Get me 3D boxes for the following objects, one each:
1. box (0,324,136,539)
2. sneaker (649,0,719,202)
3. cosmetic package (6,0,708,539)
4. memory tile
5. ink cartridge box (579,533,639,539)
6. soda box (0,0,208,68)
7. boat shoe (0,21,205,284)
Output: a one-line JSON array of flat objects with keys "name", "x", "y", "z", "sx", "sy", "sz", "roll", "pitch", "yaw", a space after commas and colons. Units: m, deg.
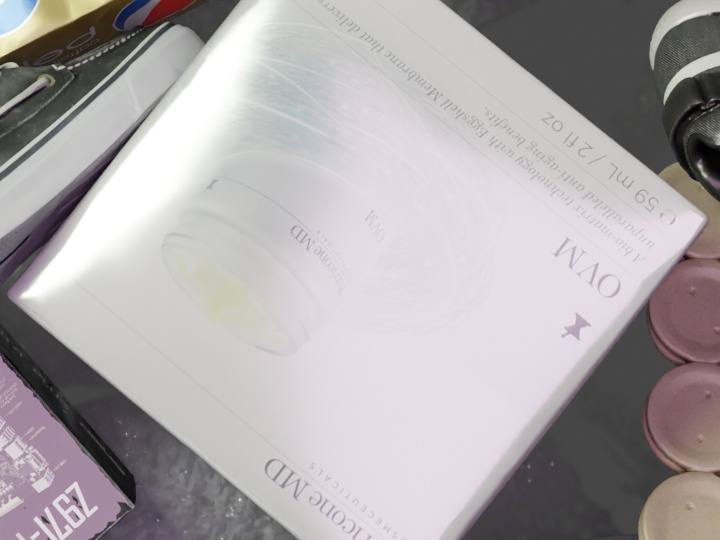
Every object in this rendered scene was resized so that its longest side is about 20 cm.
[{"name": "box", "x": -0.218, "y": 0.098, "z": 0.938, "sx": 0.200, "sy": 0.086, "sz": 0.164, "roll": -42, "pitch": 96, "yaw": -3}, {"name": "sneaker", "x": 0.224, "y": -0.057, "z": 0.967, "sx": 0.198, "sy": 0.112, "sz": 0.073, "roll": 2, "pitch": 135, "yaw": 0}, {"name": "cosmetic package", "x": 0.000, "y": 0.000, "z": 0.926, "sx": 0.199, "sy": 0.123, "sz": 0.200, "roll": 38, "pitch": 89, "yaw": 5}, {"name": "memory tile", "x": 0.195, "y": 0.048, "z": 0.973, "sx": 0.152, "sy": 0.017, "sz": 0.202, "roll": 6, "pitch": 64, "yaw": -1}, {"name": "ink cartridge box", "x": 0.153, "y": 0.188, "z": 0.987, "sx": 0.198, "sy": 0.084, "sz": 0.146, "roll": -5, "pitch": 93, "yaw": -7}, {"name": "soda box", "x": -0.125, "y": -0.124, "z": 0.944, "sx": 0.199, "sy": 0.068, "sz": 0.064, "roll": -27, "pitch": 82, "yaw": -5}, {"name": "boat shoe", "x": -0.137, "y": -0.051, "z": 0.896, "sx": 0.071, "sy": 0.072, "sz": 0.200, "roll": 41, "pitch": 49, "yaw": 5}]
